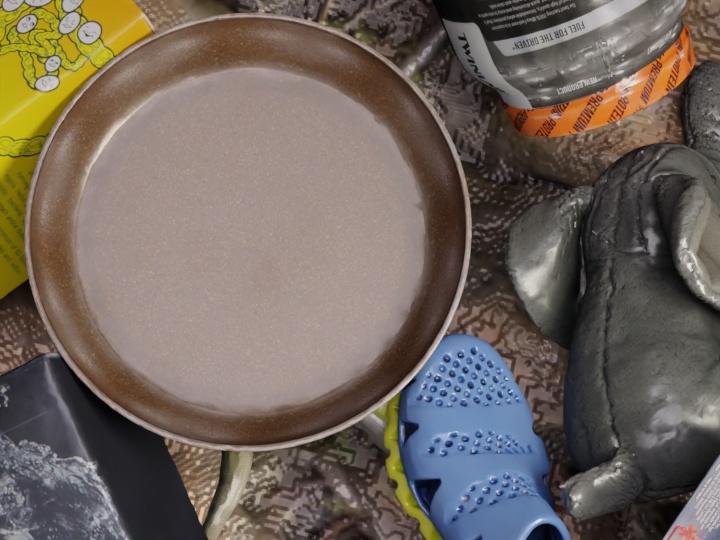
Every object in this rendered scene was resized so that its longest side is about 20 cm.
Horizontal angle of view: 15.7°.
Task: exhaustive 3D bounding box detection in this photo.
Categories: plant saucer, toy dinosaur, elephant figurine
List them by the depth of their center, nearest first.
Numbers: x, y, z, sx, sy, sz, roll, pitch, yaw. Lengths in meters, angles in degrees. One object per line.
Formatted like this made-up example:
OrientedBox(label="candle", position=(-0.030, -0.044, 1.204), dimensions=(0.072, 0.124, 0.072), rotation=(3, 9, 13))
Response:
OrientedBox(label="plant saucer", position=(-0.050, -0.016, 1.176), dimensions=(0.200, 0.032, 0.201), rotation=(0, 77, 1))
OrientedBox(label="toy dinosaur", position=(-0.058, 0.026, 1.220), dimensions=(0.088, 0.047, 0.201), rotation=(-11, 94, 33))
OrientedBox(label="elephant figurine", position=(0.138, 0.003, 1.237), dimensions=(0.141, 0.155, 0.201), rotation=(-12, 88, -1))

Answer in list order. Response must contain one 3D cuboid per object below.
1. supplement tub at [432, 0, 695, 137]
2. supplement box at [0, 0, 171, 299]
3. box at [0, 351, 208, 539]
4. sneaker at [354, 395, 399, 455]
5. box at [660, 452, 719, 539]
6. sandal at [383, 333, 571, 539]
OrientedBox(label="supplement tub", position=(0.082, -0.173, 1.240), dimensions=(0.122, 0.123, 0.200), rotation=(-25, 110, -4))
OrientedBox(label="supplement box", position=(-0.190, -0.065, 1.238), dimensions=(0.200, 0.110, 0.109), rotation=(-38, 58, -6))
OrientedBox(label="box", position=(-0.168, 0.167, 1.197), dimensions=(0.196, 0.117, 0.200), rotation=(-27, 82, 11))
OrientedBox(label="sneaker", position=(0.000, 0.000, 1.266), dimensions=(0.105, 0.076, 0.200), rotation=(-41, 84, -7))
OrientedBox(label="box", position=(0.141, 0.171, 1.155), dimensions=(0.040, 0.137, 0.200), rotation=(31, 79, 25))
OrientedBox(label="sandal", position=(0.069, 0.121, 1.185), dimensions=(0.079, 0.087, 0.200), rotation=(-9, 75, -26))
